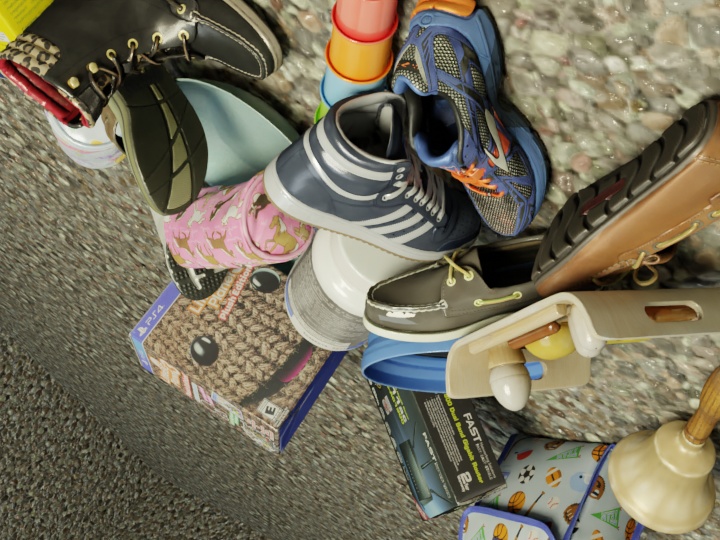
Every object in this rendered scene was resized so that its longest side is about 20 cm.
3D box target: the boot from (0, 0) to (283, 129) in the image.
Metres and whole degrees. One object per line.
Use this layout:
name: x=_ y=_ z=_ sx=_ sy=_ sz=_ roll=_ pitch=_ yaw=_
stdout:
boot: x=-0.177 y=-0.174 z=0.737 sx=0.199 sy=0.151 sz=0.073 roll=32 pitch=156 yaw=8

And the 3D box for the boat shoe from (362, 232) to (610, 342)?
boat shoe: x=0.097 y=0.007 z=0.726 sx=0.198 sy=0.072 sz=0.061 roll=-8 pitch=128 yaw=3

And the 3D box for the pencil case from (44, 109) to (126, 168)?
pencil case: x=-0.267 y=-0.152 z=0.931 sx=0.089 sy=0.085 sz=0.200 roll=9 pitch=179 yaw=-13

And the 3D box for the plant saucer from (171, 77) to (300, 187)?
plant saucer: x=-0.105 y=-0.118 z=0.886 sx=0.199 sy=0.039 sz=0.202 roll=29 pitch=155 yaw=15

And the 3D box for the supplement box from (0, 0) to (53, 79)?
supplement box: x=-0.312 y=-0.272 z=0.790 sx=0.108 sy=0.109 sz=0.201 roll=18 pitch=150 yaw=34

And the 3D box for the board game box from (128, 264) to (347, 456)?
board game box: x=-0.131 y=0.081 z=1.049 sx=0.198 sy=0.160 sz=0.097 roll=30 pitch=155 yaw=10

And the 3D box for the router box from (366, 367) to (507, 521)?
router box: x=0.075 y=0.167 z=1.019 sx=0.150 sy=0.061 sz=0.202 roll=118 pitch=132 yaw=-66

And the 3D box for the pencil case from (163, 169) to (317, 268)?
pencil case: x=-0.120 y=-0.046 z=0.875 sx=0.199 sy=0.086 sz=0.084 roll=-4 pitch=104 yaw=56

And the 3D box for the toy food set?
toy food set: x=0.168 y=0.061 z=0.675 sx=0.141 sy=0.061 sz=0.200 roll=-1 pitch=164 yaw=-24

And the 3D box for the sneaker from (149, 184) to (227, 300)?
sneaker: x=-0.193 y=-0.068 z=0.998 sx=0.080 sy=0.073 sz=0.203 roll=6 pitch=107 yaw=65

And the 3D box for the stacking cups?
stacking cups: x=0.001 y=-0.145 z=0.680 sx=0.060 sy=0.061 sz=0.201 roll=32 pitch=152 yaw=7

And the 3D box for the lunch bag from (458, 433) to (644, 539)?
lunch bag: x=0.205 y=0.291 z=1.026 sx=0.124 sy=0.201 sz=0.169 roll=44 pitch=156 yaw=-21

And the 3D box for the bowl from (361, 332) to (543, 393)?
bowl: x=0.099 y=0.078 z=0.863 sx=0.197 sy=0.040 sz=0.201 roll=1 pitch=163 yaw=0

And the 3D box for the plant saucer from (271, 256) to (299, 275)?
plant saucer: x=-0.115 y=-0.025 z=1.075 sx=0.198 sy=0.036 sz=0.201 roll=30 pitch=156 yaw=14

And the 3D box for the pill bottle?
pill bottle: x=0.000 y=0.000 z=0.869 sx=0.113 sy=0.114 sz=0.200 roll=36 pitch=157 yaw=-3

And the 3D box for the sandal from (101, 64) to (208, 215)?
sandal: x=-0.199 y=-0.146 z=0.822 sx=0.057 sy=0.079 sz=0.203 roll=-19 pitch=96 yaw=51

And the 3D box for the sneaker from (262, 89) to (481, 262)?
sneaker: x=0.036 y=-0.069 z=0.700 sx=0.198 sy=0.071 sz=0.108 roll=12 pitch=146 yaw=-31

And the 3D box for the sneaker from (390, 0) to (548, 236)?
sneaker: x=0.070 y=-0.092 z=0.646 sx=0.075 sy=0.079 sz=0.201 roll=13 pitch=147 yaw=43

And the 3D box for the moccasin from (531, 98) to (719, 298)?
moccasin: x=0.185 y=-0.032 z=0.604 sx=0.077 sy=0.074 sz=0.201 roll=32 pitch=138 yaw=-12

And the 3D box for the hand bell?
hand bell: x=0.293 y=0.135 z=0.792 sx=0.103 sy=0.104 sz=0.201 roll=28 pitch=143 yaw=16
